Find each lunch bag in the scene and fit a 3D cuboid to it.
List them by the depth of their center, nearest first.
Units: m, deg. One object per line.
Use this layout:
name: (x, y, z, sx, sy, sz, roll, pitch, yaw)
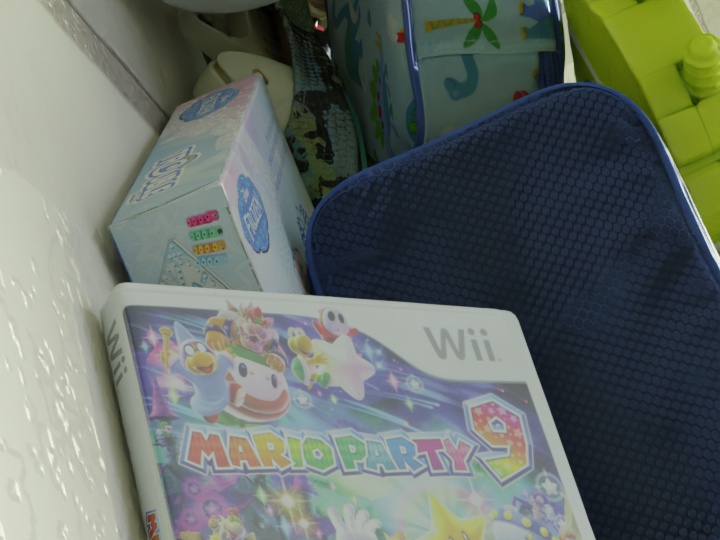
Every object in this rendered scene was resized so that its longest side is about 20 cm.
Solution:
lunch bag: (0.069, 0.041, 0.637, 0.132, 0.135, 0.201, 60, 9, -64)
lunch bag: (0.029, -0.132, 0.780, 0.161, 0.082, 0.202, 146, -61, -73)

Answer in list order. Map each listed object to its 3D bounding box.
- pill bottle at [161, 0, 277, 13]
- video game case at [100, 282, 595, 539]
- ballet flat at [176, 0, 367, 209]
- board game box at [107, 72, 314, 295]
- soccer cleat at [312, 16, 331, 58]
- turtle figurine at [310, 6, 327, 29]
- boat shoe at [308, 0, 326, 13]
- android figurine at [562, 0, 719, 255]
pill bottle: (-0.072, -0.216, 0.752, 0.114, 0.113, 0.201, 58, 13, -60)
video game case: (0.013, 0.094, 0.485, 0.142, 0.018, 0.201, 5, 53, -32)
ballet flat: (-0.050, -0.088, 0.797, 0.201, 0.074, 0.075, -110, 175, -47)
board game box: (-0.023, 0.042, 0.650, 0.200, 0.043, 0.201, -87, 157, -75)
soccer cleat: (-0.025, -0.094, 0.963, 0.200, 0.069, 0.087, -16, 122, -76)
turtle figurine: (-0.029, -0.188, 1.111, 0.200, 0.148, 0.102, 59, 52, -73)
boat shoe: (-0.012, -0.168, 0.994, 0.199, 0.072, 0.076, 27, -19, 8)
android figurine: (0.127, -0.048, 0.714, 0.201, 0.041, 0.183, 71, -4, -57)
